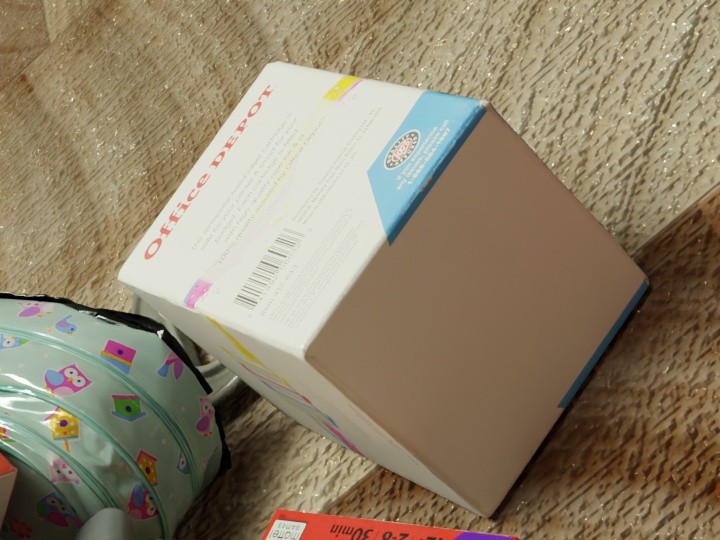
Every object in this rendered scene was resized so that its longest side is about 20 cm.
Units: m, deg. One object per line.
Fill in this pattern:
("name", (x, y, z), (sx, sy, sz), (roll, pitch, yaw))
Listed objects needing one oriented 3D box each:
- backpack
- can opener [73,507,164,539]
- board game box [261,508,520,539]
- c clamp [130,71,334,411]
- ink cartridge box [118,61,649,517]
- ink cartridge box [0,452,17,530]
("backpack", (-0.163, 0.087, 0.976), (0.199, 0.167, 0.127), (4, 47, 34))
("can opener", (-0.108, 0.178, 0.810), (0.066, 0.053, 0.201), (-40, 26, 24))
("board game box", (-0.018, 0.194, 0.771), (0.151, 0.046, 0.201), (-3, 53, 51))
("c clamp", (-0.062, -0.011, 1.075), (0.171, 0.027, 0.200), (-40, 31, 13))
("ink cartridge box", (0.000, 0.000, 0.888), (0.129, 0.125, 0.200), (-54, 31, -10))
("ink cartridge box", (-0.200, 0.114, 0.885), (0.200, 0.050, 0.109), (40, 125, 27))
